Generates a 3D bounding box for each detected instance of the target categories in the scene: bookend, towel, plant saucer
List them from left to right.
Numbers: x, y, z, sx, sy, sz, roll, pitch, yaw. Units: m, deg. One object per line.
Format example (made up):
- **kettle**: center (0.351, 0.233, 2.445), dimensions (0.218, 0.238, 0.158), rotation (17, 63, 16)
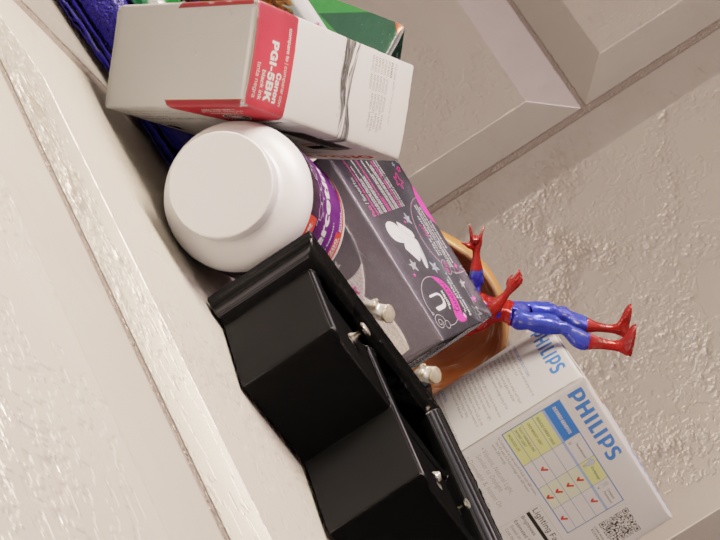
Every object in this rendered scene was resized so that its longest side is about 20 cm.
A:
- **towel**: center (-0.189, -0.175, 1.465), dimensions (0.200, 0.049, 0.148), rotation (59, 1, -6)
- **bookend**: center (-0.003, 0.110, 1.214), dimensions (0.200, 0.092, 0.199), rotation (54, 6, -30)
- **plant saucer**: center (0.056, 0.035, 1.734), dimensions (0.200, 0.200, 0.037), rotation (56, 36, -16)

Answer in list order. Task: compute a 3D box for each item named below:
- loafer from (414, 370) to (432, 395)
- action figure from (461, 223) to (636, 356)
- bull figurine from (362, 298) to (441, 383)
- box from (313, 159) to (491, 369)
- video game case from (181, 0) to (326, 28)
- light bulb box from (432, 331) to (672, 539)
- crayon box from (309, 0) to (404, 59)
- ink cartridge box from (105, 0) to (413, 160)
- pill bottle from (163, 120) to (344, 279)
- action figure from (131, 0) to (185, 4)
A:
- **loafer**: center (0.031, 0.141, 1.623), dimensions (0.200, 0.072, 0.063), rotation (-45, 122, -79)
- **action figure**: center (0.160, 0.019, 1.633), dimensions (0.065, 0.199, 0.099), rotation (-86, -179, -66)
- **bull figurine**: center (-0.002, 0.087, 1.393), dimensions (0.200, 0.121, 0.065), rotation (47, 51, -25)
- **box**: center (0.000, 0.000, 1.595), dimensions (0.200, 0.132, 0.115), rotation (59, 30, 7)
- **video game case**: center (-0.071, -0.183, 1.495), dimensions (0.143, 0.018, 0.200), rotation (2, -42, 45)
- **light bulb box**: center (0.160, 0.195, 1.686), dimensions (0.199, 0.200, 0.125), rotation (56, 5, -26)
- **crayon box**: center (-0.064, -0.196, 1.551), dimensions (0.199, 0.051, 0.127), rotation (22, -31, 9)
- **ink cartridge box**: center (-0.075, -0.144, 1.354), dimensions (0.200, 0.146, 0.083), rotation (14, 82, -52)
- **pill bottle**: center (-0.081, -0.048, 1.319), dimensions (0.113, 0.112, 0.200), rotation (58, 5, 11)
- **action figure**: center (-0.141, -0.189, 1.456), dimensions (0.200, 0.055, 0.118), rotation (53, 7, -36)
